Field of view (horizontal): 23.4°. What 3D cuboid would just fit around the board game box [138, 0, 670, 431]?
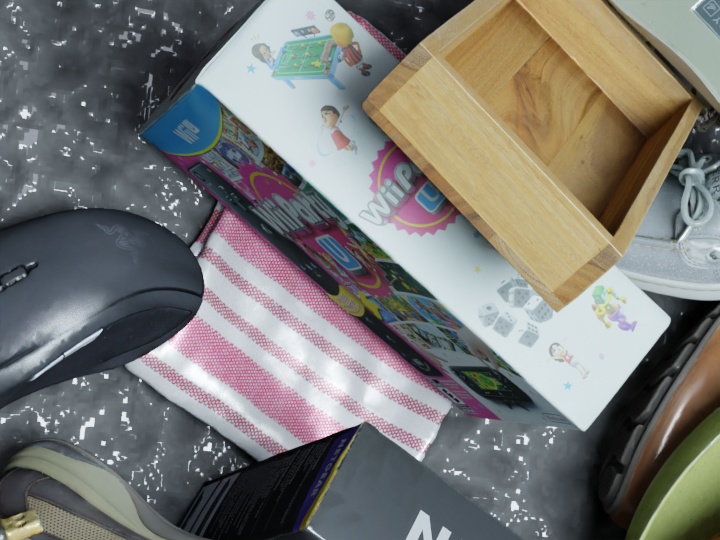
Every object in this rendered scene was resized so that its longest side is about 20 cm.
[{"bbox_3d":[0.012,-0.022,0.717,0.200,0.148,0.064,42,78,-9],"label":"board game box"}]

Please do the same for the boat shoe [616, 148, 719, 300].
[{"bbox_3d":[0.198,-0.032,0.816,0.201,0.065,0.075,1,47,16],"label":"boat shoe"}]

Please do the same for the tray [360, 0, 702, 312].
[{"bbox_3d":[0.074,-0.063,0.673,0.099,0.200,0.037,46,116,-2],"label":"tray"}]

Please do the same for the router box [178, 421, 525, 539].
[{"bbox_3d":[0.030,0.152,0.728,0.200,0.157,0.052,37,61,-13],"label":"router box"}]

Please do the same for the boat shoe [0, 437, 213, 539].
[{"bbox_3d":[-0.082,0.142,0.680,0.073,0.200,0.075,-41,143,-36],"label":"boat shoe"}]

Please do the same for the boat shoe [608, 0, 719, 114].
[{"bbox_3d":[0.154,-0.112,0.756,0.070,0.071,0.201,-37,72,10],"label":"boat shoe"}]

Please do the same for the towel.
[{"bbox_3d":[0.000,0.000,0.801,0.146,0.030,0.200,34,74,-14],"label":"towel"}]

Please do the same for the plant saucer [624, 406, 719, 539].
[{"bbox_3d":[0.196,0.117,0.820,0.199,0.031,0.201,-17,128,-22],"label":"plant saucer"}]

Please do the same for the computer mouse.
[{"bbox_3d":[-0.143,0.041,0.698,0.199,0.046,0.141,-18,57,-21],"label":"computer mouse"}]

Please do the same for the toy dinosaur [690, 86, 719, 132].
[{"bbox_3d":[0.212,-0.148,0.829,0.200,0.047,0.088,-37,129,-19],"label":"toy dinosaur"}]

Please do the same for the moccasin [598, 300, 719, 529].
[{"bbox_3d":[0.190,0.053,0.848,0.078,0.074,0.201,43,62,5],"label":"moccasin"}]

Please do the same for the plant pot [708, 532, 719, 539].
[{"bbox_3d":[0.244,0.146,0.730,0.183,0.200,0.201,-23,94,7],"label":"plant pot"}]

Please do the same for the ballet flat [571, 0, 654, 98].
[{"bbox_3d":[0.112,-0.104,0.809,0.069,0.069,0.200,40,59,-13],"label":"ballet flat"}]
